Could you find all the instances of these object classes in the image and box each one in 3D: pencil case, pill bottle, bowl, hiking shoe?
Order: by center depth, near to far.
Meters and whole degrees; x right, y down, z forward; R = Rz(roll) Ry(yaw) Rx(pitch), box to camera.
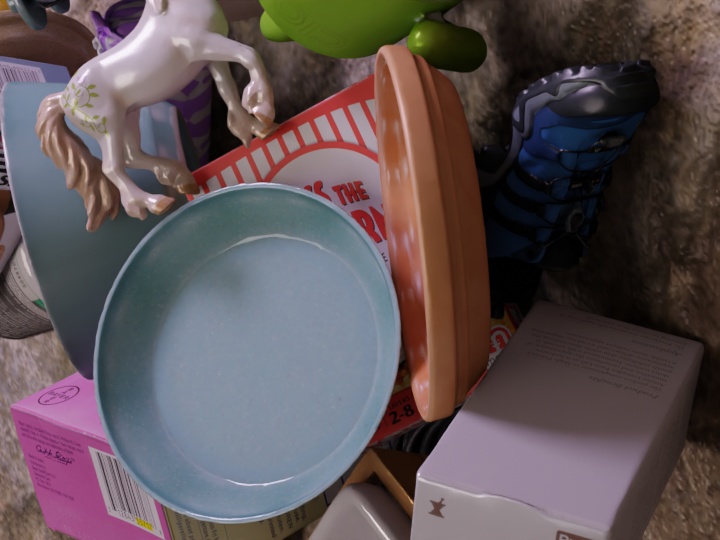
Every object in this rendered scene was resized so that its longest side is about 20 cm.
[{"bbox_3d":[0.112,-0.046,1.055,0.200,0.074,0.087,131,126,-63],"label":"hiking shoe"},{"bbox_3d":[-0.154,-0.038,1.274,0.201,0.105,0.201,-15,-90,-90],"label":"bowl"},{"bbox_3d":[-0.148,-0.094,1.379,0.084,0.085,0.200,44,138,49],"label":"pencil case"},{"bbox_3d":[-0.259,-0.006,1.544,0.200,0.113,0.113,-16,92,54],"label":"pill bottle"}]

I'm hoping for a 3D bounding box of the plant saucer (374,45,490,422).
[{"bbox_3d":[0.038,-0.021,1.038,0.200,0.037,0.201,173,90,-87],"label":"plant saucer"}]

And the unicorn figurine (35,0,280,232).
[{"bbox_3d":[-0.110,-0.123,1.163,0.137,0.200,0.074,53,172,3],"label":"unicorn figurine"}]

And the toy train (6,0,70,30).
[{"bbox_3d":[-0.199,-0.236,1.315,0.085,0.200,0.114,-21,105,13],"label":"toy train"}]

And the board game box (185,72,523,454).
[{"bbox_3d":[0.000,0.000,1.183,0.151,0.046,0.200,-28,80,13],"label":"board game box"}]

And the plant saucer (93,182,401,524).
[{"bbox_3d":[-0.062,0.049,1.140,0.200,0.036,0.200,-7,74,23],"label":"plant saucer"}]

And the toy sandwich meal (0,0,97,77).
[{"bbox_3d":[-0.277,-0.131,1.455,0.070,0.205,0.205,55,142,31],"label":"toy sandwich meal"}]

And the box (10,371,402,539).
[{"bbox_3d":[-0.094,0.105,1.289,0.176,0.200,0.097,12,122,51],"label":"box"}]

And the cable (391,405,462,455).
[{"bbox_3d":[0.085,0.163,1.210,0.200,0.051,0.163,54,141,25],"label":"cable"}]

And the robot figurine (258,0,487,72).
[{"bbox_3d":[0.013,-0.191,1.090,0.200,0.116,0.176,-26,78,54],"label":"robot figurine"}]

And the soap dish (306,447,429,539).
[{"bbox_3d":[0.047,0.221,1.183,0.200,0.081,0.157,51,135,22],"label":"soap dish"}]

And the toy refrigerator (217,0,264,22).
[{"bbox_3d":[-0.122,-0.261,1.277,0.200,0.076,0.070,62,144,15],"label":"toy refrigerator"}]

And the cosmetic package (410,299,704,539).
[{"bbox_3d":[0.104,0.096,1.007,0.102,0.200,0.074,15,121,18],"label":"cosmetic package"}]

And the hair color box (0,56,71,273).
[{"bbox_3d":[-0.286,-0.062,1.405,0.200,0.099,0.061,-54,46,33],"label":"hair color box"}]
